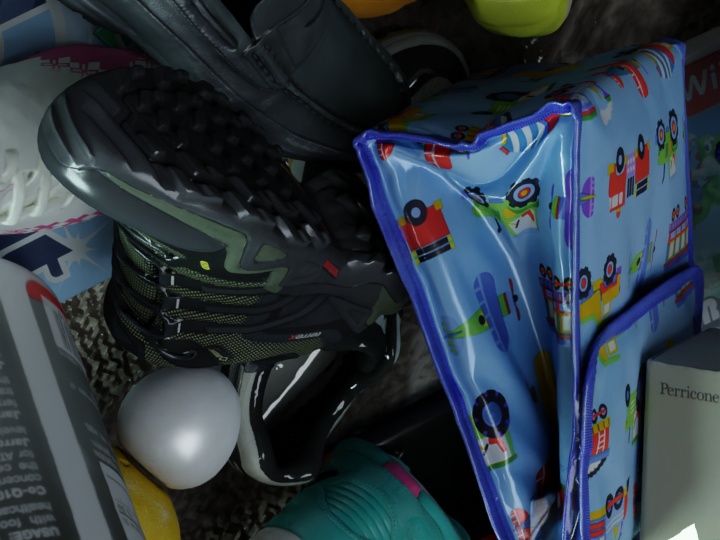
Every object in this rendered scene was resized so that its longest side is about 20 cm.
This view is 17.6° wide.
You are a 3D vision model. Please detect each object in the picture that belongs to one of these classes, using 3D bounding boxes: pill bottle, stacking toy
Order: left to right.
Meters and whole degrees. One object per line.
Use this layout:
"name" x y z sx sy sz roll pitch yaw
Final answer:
"pill bottle" -0.133 0.103 0.816 0.113 0.201 0.114 -16 144 -12
"stacking toy" -0.120 0.118 0.935 0.200 0.146 0.146 -47 126 -5

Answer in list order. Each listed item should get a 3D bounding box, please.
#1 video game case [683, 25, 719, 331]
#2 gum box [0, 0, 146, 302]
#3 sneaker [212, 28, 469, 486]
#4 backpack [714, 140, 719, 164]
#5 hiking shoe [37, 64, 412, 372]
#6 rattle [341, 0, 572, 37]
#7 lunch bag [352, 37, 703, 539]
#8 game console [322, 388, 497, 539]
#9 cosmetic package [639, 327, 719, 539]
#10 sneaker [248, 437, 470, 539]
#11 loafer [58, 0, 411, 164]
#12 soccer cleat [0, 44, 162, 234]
"video game case" 0.132 0.005 1.059 0.142 0.017 0.201 -24 117 -14
"gum box" -0.149 -0.062 0.883 0.199 0.045 0.171 -27 124 -12
"sneaker" 0.000 0.000 0.965 0.075 0.088 0.201 20 103 -31
"backpack" 0.227 -0.026 0.984 0.182 0.134 0.202 17 87 -63
"hiking shoe" -0.060 -0.003 0.837 0.100 0.076 0.200 -39 146 16
"rattle" 0.032 -0.196 0.917 0.130 0.142 0.202 -17 110 -56
"lunch bag" 0.081 0.024 0.905 0.093 0.150 0.202 -7 101 24
"game console" 0.089 0.114 1.108 0.199 0.031 0.178 -26 118 -14
"cosmetic package" 0.165 0.130 0.898 0.071 0.104 0.202 -18 110 -58
"sneaker" -0.012 0.140 1.019 0.120 0.084 0.200 -36 165 -30
"loafer" -0.042 -0.098 0.841 0.070 0.069 0.200 -21 143 34
"soccer cleat" -0.141 -0.032 0.821 0.198 0.086 0.070 -9 118 -23
